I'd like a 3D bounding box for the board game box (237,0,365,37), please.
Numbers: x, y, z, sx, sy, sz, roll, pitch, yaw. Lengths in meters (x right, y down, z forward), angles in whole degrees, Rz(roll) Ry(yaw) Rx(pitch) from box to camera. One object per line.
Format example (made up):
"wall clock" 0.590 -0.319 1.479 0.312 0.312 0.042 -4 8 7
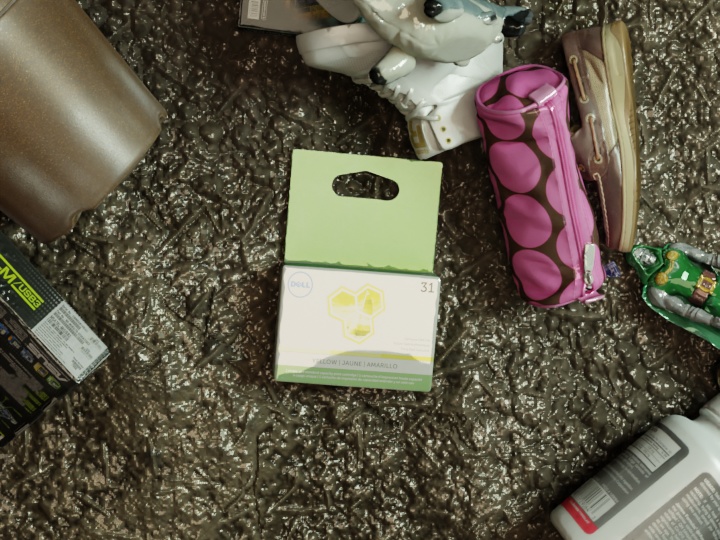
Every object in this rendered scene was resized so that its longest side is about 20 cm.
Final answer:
"board game box" -0.031 -0.304 0.974 0.133 0.028 0.204 6 95 -8

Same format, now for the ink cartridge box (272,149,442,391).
"ink cartridge box" 0.000 0.000 0.997 0.143 0.048 0.204 4 97 -5

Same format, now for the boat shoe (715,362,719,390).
"boat shoe" 0.416 0.148 1.034 0.200 0.074 0.076 44 90 -8

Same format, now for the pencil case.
"pencil case" 0.159 -0.070 0.960 0.090 0.094 0.203 -22 112 -7

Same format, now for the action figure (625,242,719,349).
"action figure" 0.330 0.027 1.012 0.198 0.055 0.119 25 72 10

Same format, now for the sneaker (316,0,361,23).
"sneaker" -0.031 -0.302 0.933 0.099 0.071 0.201 -32 79 -31

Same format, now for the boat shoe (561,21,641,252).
"boat shoe" 0.211 -0.116 1.002 0.071 0.072 0.204 -4 103 18

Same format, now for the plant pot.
"plant pot" -0.271 -0.143 0.884 0.200 0.200 0.198 -45 111 0

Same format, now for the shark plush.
"shark plush" 0.076 -0.217 0.897 0.197 0.091 0.084 -14 66 -31

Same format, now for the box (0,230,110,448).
"box" -0.316 0.036 0.909 0.200 0.193 0.048 48 51 -6

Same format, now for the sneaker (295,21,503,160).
"sneaker" 0.040 -0.152 0.953 0.197 0.073 0.118 -5 98 -26

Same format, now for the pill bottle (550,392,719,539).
"pill bottle" 0.278 0.203 1.008 0.199 0.111 0.111 -39 97 -1
